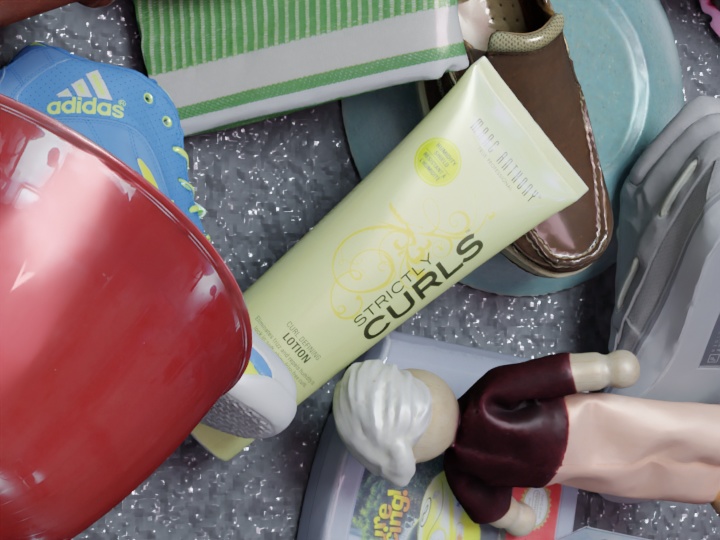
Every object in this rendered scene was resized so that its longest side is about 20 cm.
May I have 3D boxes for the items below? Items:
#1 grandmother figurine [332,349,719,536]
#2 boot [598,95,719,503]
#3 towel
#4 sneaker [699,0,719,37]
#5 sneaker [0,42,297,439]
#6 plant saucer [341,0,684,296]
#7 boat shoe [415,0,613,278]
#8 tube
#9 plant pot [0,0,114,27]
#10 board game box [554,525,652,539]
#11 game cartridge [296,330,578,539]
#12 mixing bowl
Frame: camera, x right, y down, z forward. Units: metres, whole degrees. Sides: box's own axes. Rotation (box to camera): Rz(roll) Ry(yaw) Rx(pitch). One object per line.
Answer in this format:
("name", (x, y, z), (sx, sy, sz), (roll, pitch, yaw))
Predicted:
("grandmother figurine", (0.082, 0.074, 0.766), (0.198, 0.061, 0.122), (9, 122, -18))
("boot", (0.153, 0.015, 0.833), (0.073, 0.096, 0.201), (6, 130, -18))
("towel", (-0.040, -0.169, 0.743), (0.151, 0.023, 0.202), (-11, 93, 18))
("sneaker", (0.242, -0.112, 0.886), (0.079, 0.095, 0.201), (-27, 98, -22))
("sneaker", (-0.088, -0.024, 0.711), (0.200, 0.076, 0.105), (38, 66, 1))
("plant saucer", (0.087, -0.089, 0.840), (0.199, 0.039, 0.203), (1, 88, -26))
("boat shoe", (0.061, -0.091, 0.764), (0.074, 0.075, 0.204), (-28, 94, -16))
("tube", (0.000, 0.000, 0.746), (0.200, 0.052, 0.058), (-40, 148, 3))
("plant pot", (-0.218, -0.150, 0.621), (0.194, 0.201, 0.202), (-27, 100, -16))
("board game box", (0.071, 0.166, 0.697), (0.199, 0.199, 0.042), (-18, 96, -24))
("game cartridge", (0.035, 0.135, 0.809), (0.132, 0.041, 0.202), (11, 83, -21))
("mixing bowl", (-0.149, 0.035, 0.610), (0.200, 0.200, 0.109), (36, 56, -20))
